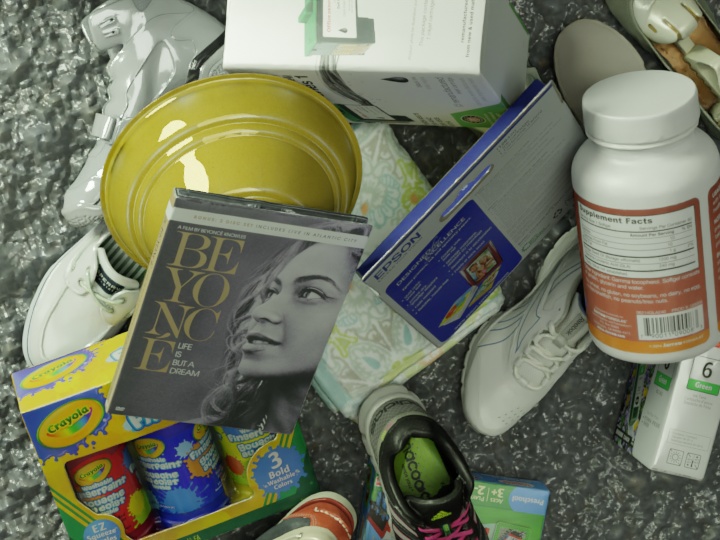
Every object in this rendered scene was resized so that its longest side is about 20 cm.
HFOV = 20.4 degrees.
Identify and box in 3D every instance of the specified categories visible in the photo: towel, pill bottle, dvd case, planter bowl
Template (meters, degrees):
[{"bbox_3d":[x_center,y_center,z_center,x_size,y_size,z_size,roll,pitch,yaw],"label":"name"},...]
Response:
[{"bbox_3d":[0.000,0.000,1.608,0.171,0.048,0.200,-37,102,-6],"label":"towel"},{"bbox_3d":[0.216,-0.041,1.496,0.111,0.112,0.201,-13,117,-8],"label":"pill bottle"},{"bbox_3d":[-0.091,0.034,1.461,0.148,0.016,0.201,8,124,-20],"label":"dvd case"},{"bbox_3d":[-0.088,-0.039,1.471,0.199,0.084,0.201,-8,131,-9],"label":"planter bowl"}]

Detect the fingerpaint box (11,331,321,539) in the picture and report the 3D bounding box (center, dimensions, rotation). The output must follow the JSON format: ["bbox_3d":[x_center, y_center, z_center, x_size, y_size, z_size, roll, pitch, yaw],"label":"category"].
[{"bbox_3d":[-0.149,0.129,1.563,0.199,0.073,0.168,-19,117,-7],"label":"fingerpaint box"}]

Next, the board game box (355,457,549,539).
[{"bbox_3d":[0.065,0.265,1.659,0.150,0.037,0.201,9,97,-11],"label":"board game box"}]

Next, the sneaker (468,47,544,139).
[{"bbox_3d":[0.089,-0.161,1.585,0.088,0.074,0.201,-27,101,-7],"label":"sneaker"}]

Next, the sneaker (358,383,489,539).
[{"bbox_3d":[0.058,0.189,1.582,0.073,0.087,0.201,-24,105,-7],"label":"sneaker"}]

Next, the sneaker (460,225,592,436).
[{"bbox_3d":[0.150,0.049,1.619,0.074,0.087,0.201,33,92,-14],"label":"sneaker"}]

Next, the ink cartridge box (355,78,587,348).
[{"bbox_3d":[0.087,-0.048,1.499,0.198,0.200,0.047,-46,63,1],"label":"ink cartridge box"}]

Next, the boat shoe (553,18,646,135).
[{"bbox_3d":[0.221,-0.105,1.624,0.074,0.093,0.201,-29,74,0],"label":"boat shoe"}]

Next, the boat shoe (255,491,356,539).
[{"bbox_3d":[-0.076,0.254,1.585,0.071,0.063,0.200,39,119,-8],"label":"boat shoe"}]

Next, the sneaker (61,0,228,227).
[{"bbox_3d":[-0.186,-0.136,1.543,0.115,0.075,0.200,42,84,-12],"label":"sneaker"}]

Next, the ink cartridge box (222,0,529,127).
[{"bbox_3d":[0.013,-0.165,1.493,0.199,0.146,0.085,2,78,18],"label":"ink cartridge box"}]

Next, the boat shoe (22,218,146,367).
[{"bbox_3d":[-0.197,0.000,1.561,0.073,0.067,0.201,33,91,-12],"label":"boat shoe"}]

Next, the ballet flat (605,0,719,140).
[{"bbox_3d":[0.269,-0.185,1.618,0.067,0.064,0.200,-40,102,-3],"label":"ballet flat"}]

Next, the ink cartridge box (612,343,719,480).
[{"bbox_3d":[0.265,0.059,1.628,0.050,0.109,0.201,13,95,-11],"label":"ink cartridge box"}]
